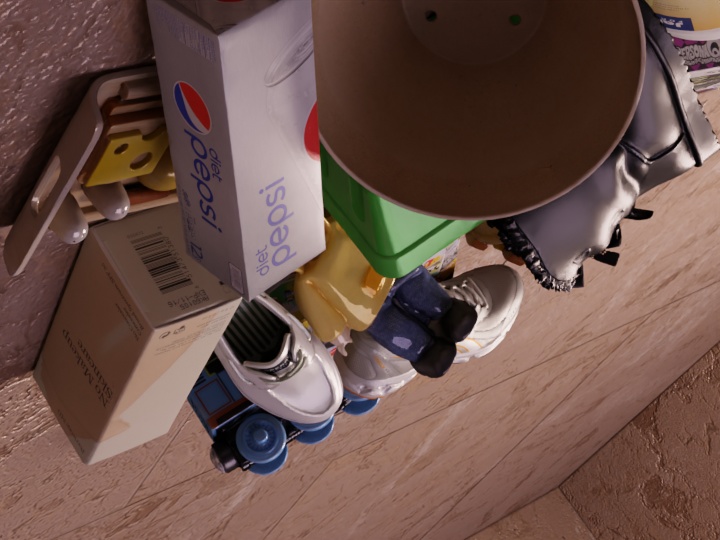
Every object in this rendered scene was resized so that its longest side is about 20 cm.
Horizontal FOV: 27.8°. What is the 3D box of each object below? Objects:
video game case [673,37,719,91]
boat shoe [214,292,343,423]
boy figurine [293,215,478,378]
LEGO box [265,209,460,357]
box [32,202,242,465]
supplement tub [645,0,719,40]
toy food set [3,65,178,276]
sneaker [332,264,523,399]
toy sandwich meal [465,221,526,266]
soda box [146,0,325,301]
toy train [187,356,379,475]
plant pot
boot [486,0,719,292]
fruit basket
[{"bbox_3d":[0.279,-0.170,1.192,0.180,0.036,0.200,-11,180,-13],"label":"video game case"},{"bbox_3d":[-0.076,0.062,1.120,0.074,0.067,0.200,-47,122,-2],"label":"boat shoe"},{"bbox_3d":[0.000,0.000,1.143,0.125,0.200,0.064,-55,-155,-5],"label":"boy figurine"},{"bbox_3d":[-0.017,0.009,1.258,0.200,0.077,0.149,-32,162,-11],"label":"LEGO box"},{"bbox_3d":[-0.167,0.049,1.060,0.078,0.095,0.200,-21,156,-36],"label":"box"},{"bbox_3d":[0.219,-0.238,0.954,0.144,0.145,0.200,-38,162,9],"label":"supplement tub"},{"bbox_3d":[-0.117,-0.063,0.918,0.200,0.061,0.144,-18,155,-45],"label":"toy food set"},{"bbox_3d":[0.071,0.039,1.257,0.200,0.076,0.092,-28,157,-29],"label":"sneaker"},{"bbox_3d":[0.153,-0.091,1.175,0.070,0.206,0.205,28,125,-21],"label":"toy sandwich meal"},{"bbox_3d":[-0.068,-0.081,0.842,0.068,0.063,0.201,-35,143,-29],"label":"soda box"},{"bbox_3d":[-0.065,0.105,1.356,0.200,0.114,0.087,-32,165,-11],"label":"toy train"},{"bbox_3d":[0.068,-0.149,0.882,0.200,0.200,0.135,-44,-165,25],"label":"plant pot"},{"bbox_3d":[0.146,-0.089,0.984,0.162,0.073,0.198,-39,132,1],"label":"boot"},{"bbox_3d":[0.065,-0.087,1.084,0.215,0.156,0.216,-24,142,-20],"label":"fruit basket"}]
